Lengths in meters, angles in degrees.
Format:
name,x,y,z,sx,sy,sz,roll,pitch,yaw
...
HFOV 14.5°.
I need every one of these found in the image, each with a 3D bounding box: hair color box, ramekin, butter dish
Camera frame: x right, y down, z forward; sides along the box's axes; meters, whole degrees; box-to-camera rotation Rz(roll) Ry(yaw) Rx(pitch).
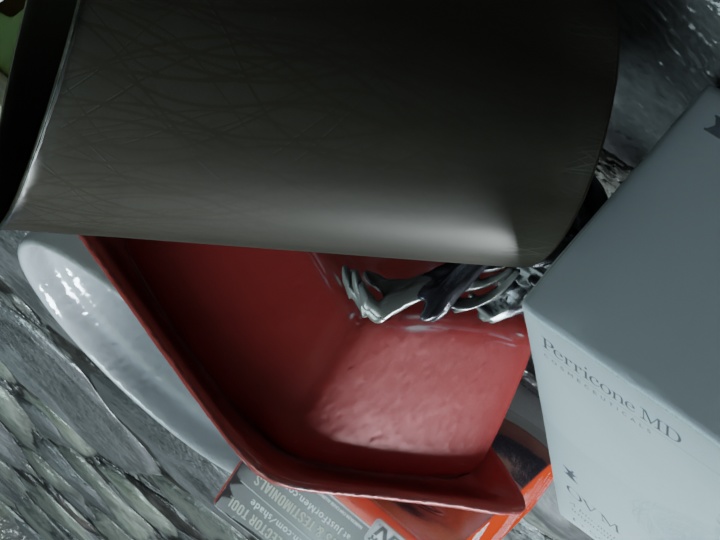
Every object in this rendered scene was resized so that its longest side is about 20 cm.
name,x,y,z,sx,sy,sz,roll,pitch,yaw
hair color box,0.025,0.097,1.416,0.111,0.200,0.064,38,119,10
ramekin,-0.089,0.018,1.616,0.200,0.105,0.200,39,164,14
butter dish,0.000,0.000,1.306,0.199,0.148,0.200,13,-150,-48

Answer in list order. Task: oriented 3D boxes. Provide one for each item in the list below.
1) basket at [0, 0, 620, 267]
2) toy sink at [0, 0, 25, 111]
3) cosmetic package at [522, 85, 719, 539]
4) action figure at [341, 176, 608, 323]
name,x,y,z,sx,sy,sz,roll,pitch,yaw
basket,-0.017,-0.079,1.032,0.199,0.182,0.136,13,-164,-15
toy sink,-0.190,-0.158,1.359,0.200,0.130,0.112,41,164,9
cosmetic package,0.179,0.068,1.085,0.199,0.123,0.200,35,161,24
action figure,0.036,-0.036,1.170,0.200,0.102,0.119,51,-162,-19
